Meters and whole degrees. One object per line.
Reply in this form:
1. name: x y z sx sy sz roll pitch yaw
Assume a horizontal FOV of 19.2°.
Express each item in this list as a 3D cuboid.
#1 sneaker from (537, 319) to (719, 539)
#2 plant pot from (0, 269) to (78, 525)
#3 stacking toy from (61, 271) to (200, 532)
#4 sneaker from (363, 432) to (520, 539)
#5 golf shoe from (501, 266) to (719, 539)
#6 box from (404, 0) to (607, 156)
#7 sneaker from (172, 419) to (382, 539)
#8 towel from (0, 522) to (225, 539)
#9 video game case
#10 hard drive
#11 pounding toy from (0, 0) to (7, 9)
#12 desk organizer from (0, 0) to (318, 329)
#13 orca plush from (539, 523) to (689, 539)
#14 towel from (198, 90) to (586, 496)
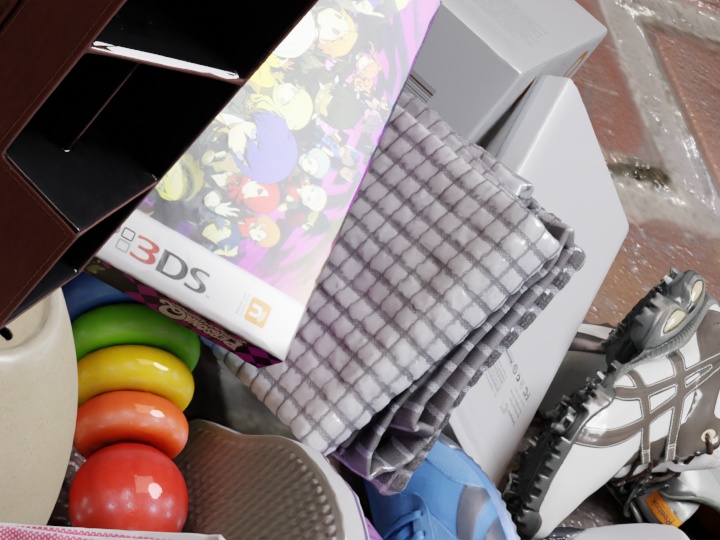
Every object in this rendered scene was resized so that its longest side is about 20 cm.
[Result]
1. sneaker: 0.166 0.104 1.245 0.200 0.074 0.079 39 39 -5
2. plant pot: -0.199 0.039 0.901 0.200 0.134 0.200 26 38 -22
3. stacking toy: -0.110 0.040 0.994 0.085 0.085 0.200 19 54 -30
4. sneaker: 0.040 0.160 1.067 0.078 0.066 0.200 0 53 -40
5. golf shoe: 0.155 0.089 1.171 0.094 0.078 0.200 44 62 -1
6. box: 0.050 -0.115 1.248 0.097 0.124 0.200 43 22 7
7. sneaker: -0.016 0.126 0.973 0.114 0.073 0.200 34 -2 -24
8. towel: -0.128 0.189 0.791 0.146 0.030 0.200 4 66 3
9. video game case: -0.076 -0.084 0.974 0.181 0.036 0.200 31 71 -19
10. hard drive: 0.085 0.010 1.171 0.200 0.027 0.132 -60 143 -28
11. pounding toy: -0.162 -0.118 1.087 0.142 0.200 0.184 16 28 -33
12. desk organizer: -0.102 -0.070 0.820 0.077 0.200 0.072 46 34 2
13. orca plush: 0.140 0.182 1.126 0.105 0.071 0.200 4 3 3
14. towel: 0.000 0.000 1.064 0.200 0.166 0.086 40 -6 43
